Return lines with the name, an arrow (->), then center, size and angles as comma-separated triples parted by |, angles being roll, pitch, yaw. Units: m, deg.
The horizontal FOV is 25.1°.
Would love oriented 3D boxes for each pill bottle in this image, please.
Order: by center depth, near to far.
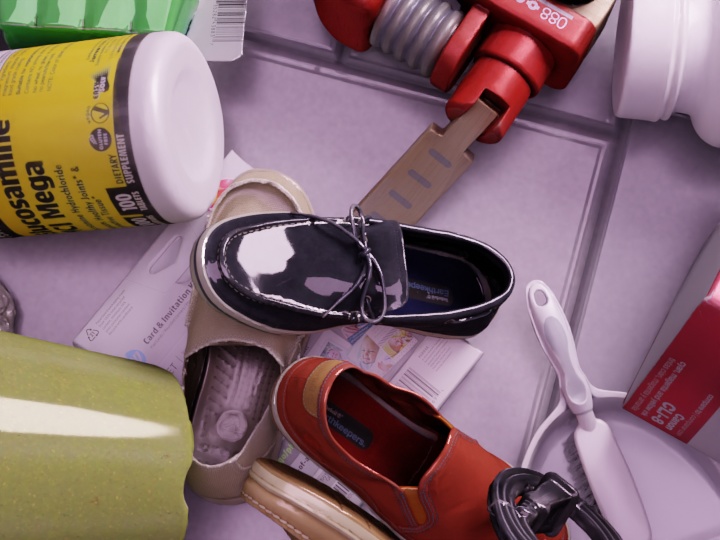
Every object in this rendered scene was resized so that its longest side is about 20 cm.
pill bottle -> -0.192, -0.077, 0.966 | 0.200, 0.112, 0.113 | -5, 81, 16
pill bottle -> 0.257, -0.130, 0.968 | 0.200, 0.120, 0.120 | 5, 82, 2

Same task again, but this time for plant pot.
plant pot -> -0.199, 0.109, 0.882 | 0.190, 0.200, 0.200 | 5, 81, -26

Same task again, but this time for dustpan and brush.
dustpan and brush -> 0.139, 0.102, 0.967 | 0.139, 0.057, 0.200 | -21, 82, -1

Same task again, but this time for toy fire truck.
toy fire truck -> 0.036, -0.133, 0.986 | 0.176, 0.129, 0.200 | 31, 74, 6

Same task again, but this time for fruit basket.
fruit basket -> -0.157, -0.223, 1.021 | 0.185, 0.094, 0.200 | 3, 66, 2

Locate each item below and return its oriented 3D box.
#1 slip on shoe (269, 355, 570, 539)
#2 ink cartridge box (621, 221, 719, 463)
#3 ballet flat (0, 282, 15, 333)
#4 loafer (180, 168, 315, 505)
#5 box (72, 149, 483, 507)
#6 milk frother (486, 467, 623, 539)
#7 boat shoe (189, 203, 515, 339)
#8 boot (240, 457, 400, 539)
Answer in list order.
slip on shoe -> 0.040, 0.114, 0.906 | 0.200, 0.061, 0.074 | 37, 68, -15
ink cartridge box -> 0.282, 0.046, 0.909 | 0.200, 0.145, 0.145 | 30, 59, 6
ballet flat -> -0.269, 0.086, 0.979 | 0.072, 0.072, 0.200 | 23, 82, 5
loafer -> -0.064, 0.036, 0.937 | 0.076, 0.068, 0.200 | 5, 81, 2
box -> -0.050, 0.049, 0.990 | 0.200, 0.041, 0.156 | 38, 84, 5
milk frother -> 0.109, 0.238, 0.873 | 0.188, 0.180, 0.200 | -47, 54, 5
boat shoe -> 0.000, 0.000, 0.914 | 0.200, 0.062, 0.075 | 8, 67, -28
boot -> -0.026, 0.215, 0.926 | 0.200, 0.073, 0.155 | 42, 88, -24
